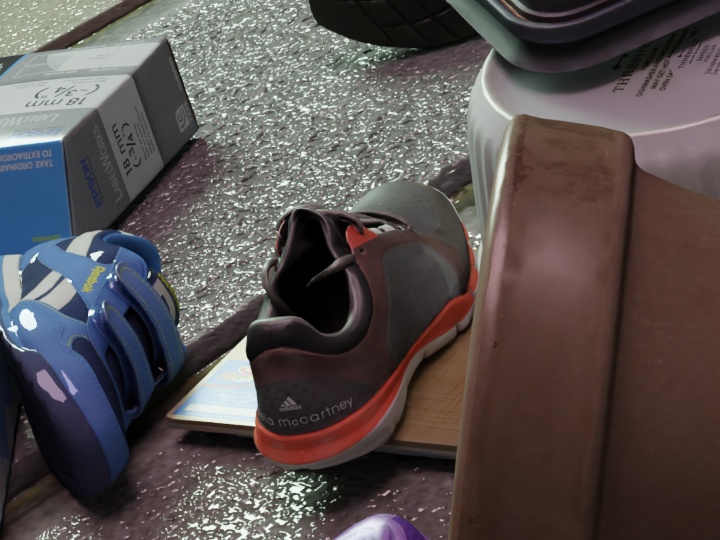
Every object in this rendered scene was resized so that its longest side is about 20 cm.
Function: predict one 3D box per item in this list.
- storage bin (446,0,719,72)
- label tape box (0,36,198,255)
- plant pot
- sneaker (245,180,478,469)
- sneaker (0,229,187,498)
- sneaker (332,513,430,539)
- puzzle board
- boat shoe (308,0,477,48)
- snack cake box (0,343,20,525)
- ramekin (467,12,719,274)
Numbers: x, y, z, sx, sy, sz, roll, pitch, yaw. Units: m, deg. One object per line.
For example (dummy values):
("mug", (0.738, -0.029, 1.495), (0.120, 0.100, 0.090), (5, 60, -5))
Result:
("storage bin", (0.120, -0.199, 1.010), (0.199, 0.135, 0.146), (-23, 38, -13))
("label tape box", (-0.196, -0.053, 1.316), (0.143, 0.064, 0.200), (-5, 28, 26))
("plant pot", (0.121, 0.056, 0.783), (0.173, 0.202, 0.201), (5, 29, 6))
("sneaker", (0.000, 0.000, 1.029), (0.076, 0.082, 0.200), (-8, 28, 18))
("sneaker", (-0.119, 0.032, 1.089), (0.082, 0.074, 0.200), (-17, 26, -5))
("sneaker", (-0.048, 0.137, 0.814), (0.199, 0.084, 0.080), (-33, 26, -31))
("puzzle board", (0.033, 0.036, 1.052), (0.199, 0.018, 0.151), (2, 32, 36))
("boat shoe", (0.066, -0.179, 1.411), (0.198, 0.076, 0.074), (-7, 20, 2))
("snack cake box", (-0.215, 0.084, 1.048), (0.114, 0.068, 0.200), (-13, 26, 3))
("ramekin", (0.138, -0.052, 1.012), (0.198, 0.106, 0.201), (-13, 29, 7))
